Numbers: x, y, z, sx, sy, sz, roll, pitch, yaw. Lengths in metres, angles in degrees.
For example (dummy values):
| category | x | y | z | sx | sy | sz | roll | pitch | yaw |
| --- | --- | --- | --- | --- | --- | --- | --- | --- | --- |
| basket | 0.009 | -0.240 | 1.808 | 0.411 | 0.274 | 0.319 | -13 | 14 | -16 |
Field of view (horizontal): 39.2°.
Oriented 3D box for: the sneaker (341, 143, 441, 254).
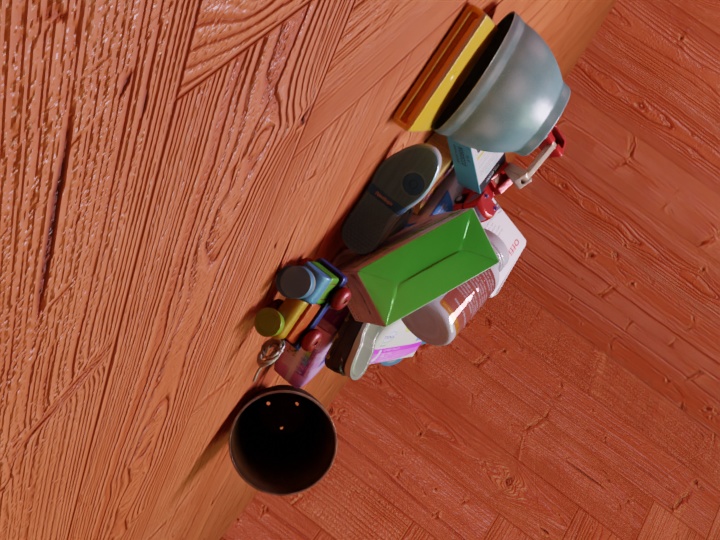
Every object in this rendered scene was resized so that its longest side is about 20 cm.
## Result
| category | x | y | z | sx | sy | sz | roll | pitch | yaw |
| --- | --- | --- | --- | --- | --- | --- | --- | --- | --- |
| sneaker | 0.059 | -0.118 | 1.495 | 0.200 | 0.080 | 0.131 | -46 | 175 | 26 |

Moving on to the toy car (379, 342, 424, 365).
| category | x | y | z | sx | sy | sz | roll | pitch | yaw |
| --- | --- | --- | --- | --- | --- | --- | --- | --- | --- |
| toy car | 0.037 | 0.067 | 2.136 | 0.177 | 0.185 | 0.200 | -35 | 140 | 22 |

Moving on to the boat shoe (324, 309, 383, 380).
| category | x | y | z | sx | sy | sz | roll | pitch | yaw |
| --- | --- | --- | --- | --- | --- | --- | --- | --- | --- |
| boat shoe | 0.006 | 0.074 | 1.624 | 0.202 | 0.060 | 0.072 | -63 | 149 | -16 |

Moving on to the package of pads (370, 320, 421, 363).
| category | x | y | z | sx | sy | sz | roll | pitch | yaw |
| --- | --- | --- | --- | --- | --- | --- | --- | --- | --- |
| package of pads | 0.065 | 0.081 | 1.770 | 0.200 | 0.068 | 0.155 | -4 | 126 | -60 |

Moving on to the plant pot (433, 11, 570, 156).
| category | x | y | z | sx | sy | sz | roll | pitch | yaw |
| --- | --- | --- | --- | --- | --- | --- | --- | --- | --- |
| plant pot | 0.214 | -0.248 | 1.452 | 0.201 | 0.134 | 0.200 | -55 | -171 | 13 |

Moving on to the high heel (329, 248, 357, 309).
| category | x | y | z | sx | sy | sz | roll | pitch | yaw |
| --- | --- | --- | --- | --- | --- | --- | --- | --- | --- |
| high heel | 0.000 | 0.000 | 1.680 | 0.201 | 0.071 | 0.143 | -61 | 170 | -20 |

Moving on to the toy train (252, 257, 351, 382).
| category | x | y | z | sx | sy | sz | roll | pitch | yaw |
| --- | --- | --- | --- | --- | --- | --- | --- | --- | --- |
| toy train | -0.106 | 0.075 | 1.339 | 0.200 | 0.085 | 0.116 | -55 | 163 | 9 |

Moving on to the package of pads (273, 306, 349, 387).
| category | x | y | z | sx | sy | sz | roll | pitch | yaw |
| --- | --- | --- | --- | --- | --- | --- | --- | --- | --- |
| package of pads | -0.071 | 0.104 | 1.724 | 0.121 | 0.076 | 0.200 | -52 | 174 | -39 |

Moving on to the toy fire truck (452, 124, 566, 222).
| category | x | y | z | sx | sy | sz | roll | pitch | yaw |
| --- | --- | --- | --- | --- | --- | --- | --- | --- | --- |
| toy fire truck | 0.256 | -0.164 | 1.732 | 0.141 | 0.049 | 0.200 | -7 | -139 | 48 |

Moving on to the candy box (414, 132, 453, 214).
| category | x | y | z | sx | sy | sz | roll | pitch | yaw |
| --- | --- | --- | --- | --- | --- | --- | --- | --- | --- |
| candy box | 0.142 | -0.202 | 1.733 | 0.200 | 0.056 | 0.117 | -50 | 172 | -21 |

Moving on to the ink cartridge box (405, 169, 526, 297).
| category | x | y | z | sx | sy | sz | roll | pitch | yaw |
| --- | --- | --- | --- | --- | --- | --- | --- | --- | --- |
| ink cartridge box | 0.187 | -0.066 | 1.811 | 0.084 | 0.200 | 0.146 | -7 | -139 | 52 |

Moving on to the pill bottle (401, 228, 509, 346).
| category | x | y | z | sx | sy | sz | roll | pitch | yaw |
| --- | --- | --- | --- | --- | --- | --- | --- | --- | --- |
| pill bottle | 0.159 | 0.022 | 1.671 | 0.200 | 0.112 | 0.112 | -45 | 170 | -31 |

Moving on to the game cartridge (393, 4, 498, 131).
| category | x | y | z | sx | sy | sz | roll | pitch | yaw |
| --- | --- | --- | --- | --- | --- | --- | --- | --- | --- |
| game cartridge | 0.118 | -0.266 | 1.359 | 0.177 | 0.032 | 0.200 | -55 | 176 | 13 |

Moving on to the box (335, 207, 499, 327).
| category | x | y | z | sx | sy | sz | roll | pitch | yaw |
| --- | --- | --- | --- | --- | --- | --- | --- | --- | --- |
| box | 0.075 | -0.007 | 1.511 | 0.199 | 0.097 | 0.176 | -29 | -174 | -14 |

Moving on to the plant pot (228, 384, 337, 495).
| category | x | y | z | sx | sy | sz | roll | pitch | yaw |
| --- | --- | --- | --- | --- | --- | --- | --- | --- | --- |
| plant pot | -0.139 | 0.282 | 1.827 | 0.187 | 0.187 | 0.200 | -54 | -172 | 4 |

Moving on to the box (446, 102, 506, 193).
| category | x | y | z | sx | sy | sz | roll | pitch | yaw |
| --- | --- | --- | --- | --- | --- | --- | --- | --- | --- |
| box | 0.184 | -0.220 | 1.638 | 0.082 | 0.049 | 0.200 | -51 | 149 | -19 |
